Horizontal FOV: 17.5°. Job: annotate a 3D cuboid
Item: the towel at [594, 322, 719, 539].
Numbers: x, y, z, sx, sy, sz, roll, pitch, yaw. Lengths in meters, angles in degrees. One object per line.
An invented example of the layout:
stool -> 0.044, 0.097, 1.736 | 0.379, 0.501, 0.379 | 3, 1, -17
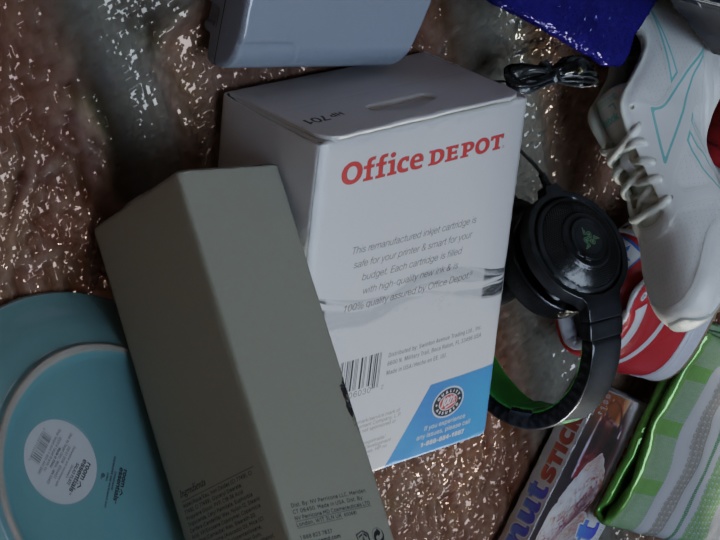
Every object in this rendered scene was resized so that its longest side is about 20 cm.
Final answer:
towel -> 0.238, 0.114, 1.537 | 0.200, 0.031, 0.150 | 17, 99, -55

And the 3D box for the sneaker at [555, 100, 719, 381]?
sneaker -> 0.184, -0.029, 1.398 | 0.112, 0.071, 0.201 | 11, 106, -49

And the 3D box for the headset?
headset -> 0.101, -0.015, 1.295 | 0.093, 0.123, 0.202 | -13, 103, -37

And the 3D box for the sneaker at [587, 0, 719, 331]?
sneaker -> 0.165, -0.063, 1.325 | 0.080, 0.070, 0.202 | 13, 64, -35

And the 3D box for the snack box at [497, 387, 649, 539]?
snack box -> 0.120, 0.167, 1.476 | 0.072, 0.024, 0.201 | 22, 95, -49

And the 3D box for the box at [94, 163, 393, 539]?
box -> -0.057, 0.056, 1.126 | 0.068, 0.082, 0.201 | -6, 75, -43

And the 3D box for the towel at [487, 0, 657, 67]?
towel -> 0.131, -0.222, 1.255 | 0.147, 0.049, 0.201 | 23, 94, -44

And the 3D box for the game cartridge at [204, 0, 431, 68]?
game cartridge -> -0.004, -0.198, 1.155 | 0.132, 0.041, 0.201 | -4, 114, -38

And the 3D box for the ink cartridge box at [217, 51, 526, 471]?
ink cartridge box -> 0.000, 0.000, 1.226 | 0.146, 0.086, 0.201 | -15, 120, -39

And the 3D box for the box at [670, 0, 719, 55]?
box -> 0.296, -0.199, 1.249 | 0.201, 0.195, 0.124 | -70, 158, -4

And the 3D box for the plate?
plate -> -0.121, 0.103, 1.122 | 0.199, 0.026, 0.202 | 17, 62, -35
